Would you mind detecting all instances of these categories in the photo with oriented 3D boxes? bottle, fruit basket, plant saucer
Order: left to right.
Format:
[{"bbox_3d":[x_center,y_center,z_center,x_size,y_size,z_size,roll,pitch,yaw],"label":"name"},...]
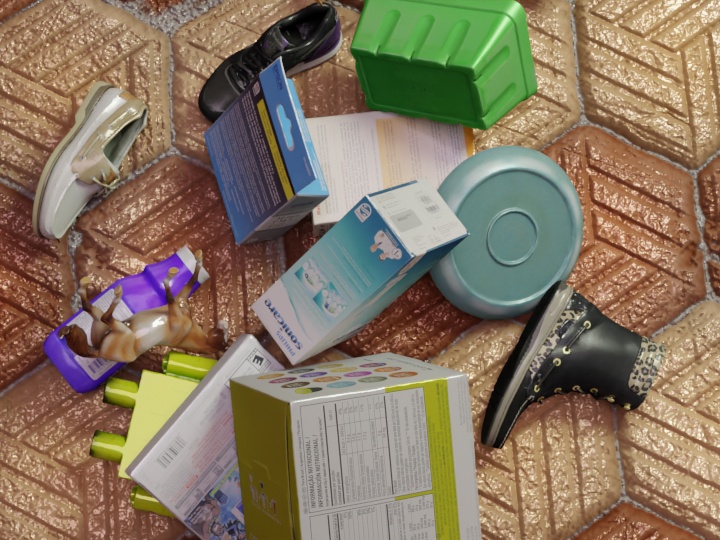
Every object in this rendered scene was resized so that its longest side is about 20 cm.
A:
[{"bbox_3d":[-0.264,0.052,1.422,0.200,0.065,0.084,-40,90,-7],"label":"bottle"},{"bbox_3d":[0.111,-0.263,1.414,0.213,0.156,0.217,-9,47,10],"label":"fruit basket"},{"bbox_3d":[0.169,-0.039,1.407,0.198,0.027,0.202,-4,104,-17],"label":"plant saucer"}]

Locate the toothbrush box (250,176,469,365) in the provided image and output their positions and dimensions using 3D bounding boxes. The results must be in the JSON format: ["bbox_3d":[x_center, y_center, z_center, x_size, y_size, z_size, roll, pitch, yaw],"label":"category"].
[{"bbox_3d":[0.000,0.000,1.346,0.200,0.146,0.086,-44,79,30],"label":"toothbrush box"}]

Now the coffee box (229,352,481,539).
[{"bbox_3d":[-0.010,0.205,1.277,0.196,0.199,0.202,-7,94,-22],"label":"coffee box"}]

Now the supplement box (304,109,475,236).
[{"bbox_3d":[0.035,-0.117,1.445,0.198,0.074,0.127,-6,80,-2],"label":"supplement box"}]

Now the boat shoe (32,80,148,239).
[{"bbox_3d":[-0.316,-0.123,1.451,0.068,0.075,0.202,21,79,10],"label":"boat shoe"}]

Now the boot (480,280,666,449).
[{"bbox_3d":[0.238,0.133,1.398,0.153,0.073,0.205,27,91,-4],"label":"boot"}]

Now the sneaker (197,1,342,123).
[{"bbox_3d":[-0.113,-0.254,1.466,0.199,0.088,0.076,-37,81,-6],"label":"sneaker"}]

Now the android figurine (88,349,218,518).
[{"bbox_3d":[-0.199,0.186,1.400,0.198,0.041,0.184,12,80,-8],"label":"android figurine"}]

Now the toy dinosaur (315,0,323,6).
[{"bbox_3d":[-0.021,-0.350,1.456,0.199,0.106,0.061,18,119,34],"label":"toy dinosaur"}]

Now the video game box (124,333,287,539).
[{"bbox_3d":[-0.125,0.203,1.362,0.182,0.047,0.200,44,75,-13],"label":"video game box"}]

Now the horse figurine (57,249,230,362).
[{"bbox_3d":[-0.238,0.055,1.355,0.198,0.133,0.050,-16,43,-25],"label":"horse figurine"}]

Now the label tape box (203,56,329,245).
[{"bbox_3d":[-0.094,-0.131,1.388,0.066,0.200,0.145,-10,76,-35],"label":"label tape box"}]
